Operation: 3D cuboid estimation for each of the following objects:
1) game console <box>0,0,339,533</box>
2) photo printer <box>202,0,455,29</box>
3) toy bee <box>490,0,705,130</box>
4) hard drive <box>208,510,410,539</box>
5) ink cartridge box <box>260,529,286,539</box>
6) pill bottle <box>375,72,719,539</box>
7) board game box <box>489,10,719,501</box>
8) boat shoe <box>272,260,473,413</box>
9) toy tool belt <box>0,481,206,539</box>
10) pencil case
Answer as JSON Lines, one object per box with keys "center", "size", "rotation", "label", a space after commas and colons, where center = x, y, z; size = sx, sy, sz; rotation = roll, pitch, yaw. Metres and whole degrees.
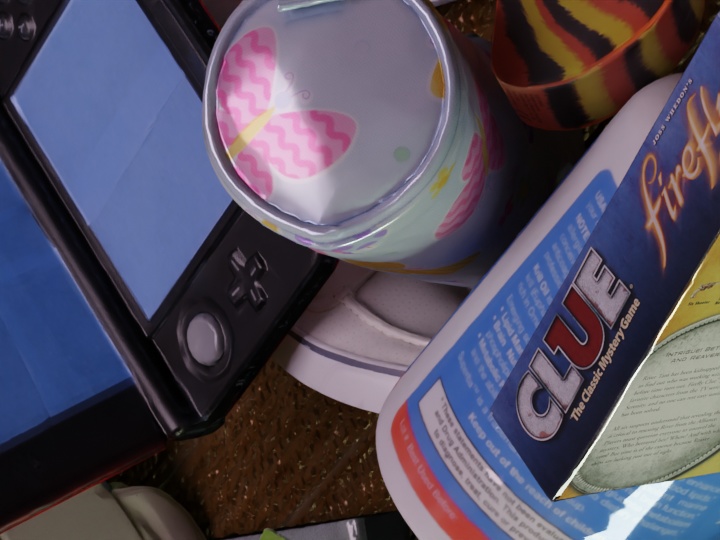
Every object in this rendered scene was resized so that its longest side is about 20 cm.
{"center": [-0.128, -0.027, 1.006], "size": [0.200, 0.119, 0.172], "rotation": [56, 132, 23], "label": "game console"}
{"center": [-0.025, -0.164, 0.995], "size": [0.200, 0.069, 0.166], "rotation": [-10, 113, 54], "label": "photo printer"}
{"center": [0.087, -0.148, 0.852], "size": [0.109, 0.131, 0.200], "rotation": [-9, 89, 15], "label": "toy bee"}
{"center": [-0.016, 0.201, 1.100], "size": [0.140, 0.033, 0.200], "rotation": [-16, 81, 53], "label": "hard drive"}
{"center": [-0.017, 0.174, 0.926], "size": [0.200, 0.076, 0.148], "rotation": [23, 80, 40], "label": "ink cartridge box"}
{"center": [0.102, 0.011, 0.841], "size": [0.200, 0.112, 0.112], "rotation": [-52, 54, 30], "label": "pill bottle"}
{"center": [0.144, -0.009, 0.717], "size": [0.035, 0.200, 0.136], "rotation": [55, 134, 33], "label": "board game box"}
{"center": [0.000, 0.000, 1.028], "size": [0.200, 0.071, 0.070], "rotation": [30, 121, 55], "label": "boat shoe"}
{"center": [-0.165, 0.111, 1.198], "size": [0.200, 0.125, 0.123], "rotation": [50, 146, -2], "label": "toy tool belt"}
{"center": [0.016, -0.044, 0.893], "size": [0.083, 0.200, 0.091], "rotation": [7, 89, 17], "label": "pencil case"}
